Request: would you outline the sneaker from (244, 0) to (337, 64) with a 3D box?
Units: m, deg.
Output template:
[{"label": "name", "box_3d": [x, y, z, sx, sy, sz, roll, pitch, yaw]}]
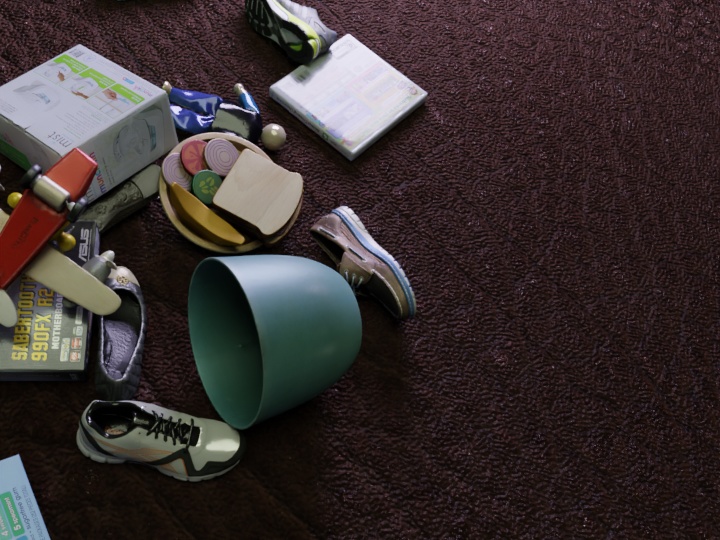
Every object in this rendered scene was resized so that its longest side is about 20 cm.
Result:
[{"label": "sneaker", "box_3d": [-0.121, -0.420, 1.359, 0.081, 0.074, 0.200, -26, 65, -39]}]

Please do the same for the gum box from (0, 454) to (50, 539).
[{"label": "gum box", "box_3d": [-0.416, 0.301, 0.812, 0.199, 0.045, 0.171, -15, 69, -38]}]

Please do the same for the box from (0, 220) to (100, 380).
[{"label": "box", "box_3d": [-0.411, 0.034, 1.004, 0.157, 0.048, 0.202, 3, 66, -11]}]

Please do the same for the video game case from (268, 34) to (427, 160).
[{"label": "video game case", "box_3d": [-0.018, -0.287, 1.323, 0.182, 0.022, 0.200, 40, 58, 13]}]

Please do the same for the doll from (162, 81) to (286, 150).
[{"label": "doll", "box_3d": [-0.207, -0.231, 1.230, 0.198, 0.049, 0.137, 18, 57, 0]}]

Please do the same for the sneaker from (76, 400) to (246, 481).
[{"label": "sneaker", "box_3d": [-0.230, 0.194, 0.942, 0.198, 0.080, 0.074, 7, 55, -10]}]

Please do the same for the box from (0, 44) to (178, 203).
[{"label": "box", "box_3d": [-0.386, -0.205, 1.116, 0.199, 0.097, 0.176, 30, 56, 27]}]

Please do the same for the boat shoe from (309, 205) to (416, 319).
[{"label": "boat shoe", "box_3d": [0.000, 0.000, 1.125, 0.072, 0.073, 0.200, -28, 58, -21]}]

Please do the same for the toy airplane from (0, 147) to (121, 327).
[{"label": "toy airplane", "box_3d": [-0.390, -0.035, 0.953, 0.197, 0.141, 0.202, -8, 104, -4]}]

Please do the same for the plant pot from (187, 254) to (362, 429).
[{"label": "plant pot", "box_3d": [-0.095, 0.073, 0.985, 0.160, 0.201, 0.202, -10, 60, -34]}]

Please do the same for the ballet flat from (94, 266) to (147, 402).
[{"label": "ballet flat", "box_3d": [-0.294, 0.074, 1.007, 0.066, 0.057, 0.201, 7, 49, -24]}]

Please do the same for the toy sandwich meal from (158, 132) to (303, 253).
[{"label": "toy sandwich meal", "box_3d": [-0.179, -0.113, 1.128, 0.203, 0.070, 0.207, 9, 66, -21]}]

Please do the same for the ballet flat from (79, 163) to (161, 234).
[{"label": "ballet flat", "box_3d": [-0.356, -0.085, 1.114, 0.199, 0.046, 0.068, -35, 93, -23]}]
